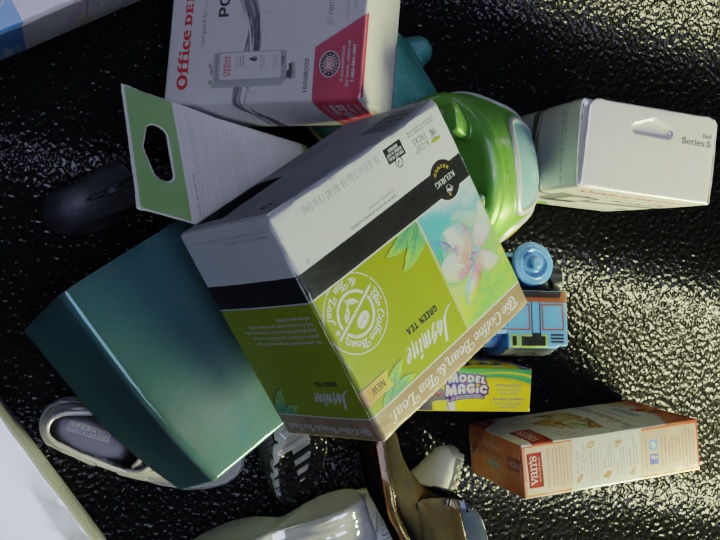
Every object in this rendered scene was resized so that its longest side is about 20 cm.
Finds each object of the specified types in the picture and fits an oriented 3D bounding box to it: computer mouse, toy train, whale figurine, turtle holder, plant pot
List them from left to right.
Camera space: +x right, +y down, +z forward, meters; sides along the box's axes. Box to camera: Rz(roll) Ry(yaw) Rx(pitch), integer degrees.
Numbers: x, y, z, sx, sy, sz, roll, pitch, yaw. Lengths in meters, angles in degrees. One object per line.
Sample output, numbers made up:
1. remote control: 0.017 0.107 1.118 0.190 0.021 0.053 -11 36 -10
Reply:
1. computer mouse: -0.209 -0.088 0.966 0.199 0.034 0.059 -28 98 -15
2. plant pot: -0.169 0.084 0.897 0.141 0.141 0.201 -36 95 -33
3. whale figurine: 0.036 -0.162 1.001 0.199 0.104 0.160 31 82 -17
4. toy train: 0.117 0.030 1.032 0.198 0.087 0.115 2 79 -17
5. turtle holder: 0.109 -0.074 0.940 0.131 0.141 0.186 -9 67 -43

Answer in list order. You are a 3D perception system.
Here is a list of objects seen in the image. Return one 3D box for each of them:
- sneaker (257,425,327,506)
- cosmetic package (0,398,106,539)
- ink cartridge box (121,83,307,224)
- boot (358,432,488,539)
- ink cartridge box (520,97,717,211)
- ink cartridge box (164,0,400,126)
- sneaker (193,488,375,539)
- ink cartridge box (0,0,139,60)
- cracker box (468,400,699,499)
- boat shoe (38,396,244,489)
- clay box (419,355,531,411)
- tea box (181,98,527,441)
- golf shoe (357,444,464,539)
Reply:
1. sneaker: -0.085 0.138 0.994 0.066 0.090 0.201 -26 124 -31
2. cosmetic package: -0.329 0.211 0.915 0.113 0.081 0.201 -34 99 -13
3. ink cartridge box: -0.122 -0.072 0.891 0.199 0.048 0.146 13 46 -35
4. boot: 0.061 0.215 0.963 0.096 0.075 0.201 -17 106 -14
5. ink cartridge box: 0.234 -0.110 1.011 0.144 0.200 0.085 6 90 -16
6. ink cartridge box: -0.071 -0.210 0.919 0.199 0.083 0.148 2 85 22
7. sneaker: -0.080 0.283 0.975 0.199 0.075 0.089 -16 103 5
8. ink cartridge box: -0.270 -0.287 0.895 0.199 0.125 0.129 -27 99 -15
9. cracker box: 0.228 0.182 1.051 0.198 0.134 0.058 -6 93 -17
10. boat shoe: -0.203 0.165 0.957 0.199 0.066 0.072 21 85 -16
11. clay box: 0.056 0.110 1.008 0.198 0.115 0.048 4 91 -17
12. tea box: 0.000 0.000 0.826 0.200 0.133 0.198 -39 110 -34
13. golf shoe: 0.022 0.244 1.025 0.097 0.078 0.200 41 79 -8
